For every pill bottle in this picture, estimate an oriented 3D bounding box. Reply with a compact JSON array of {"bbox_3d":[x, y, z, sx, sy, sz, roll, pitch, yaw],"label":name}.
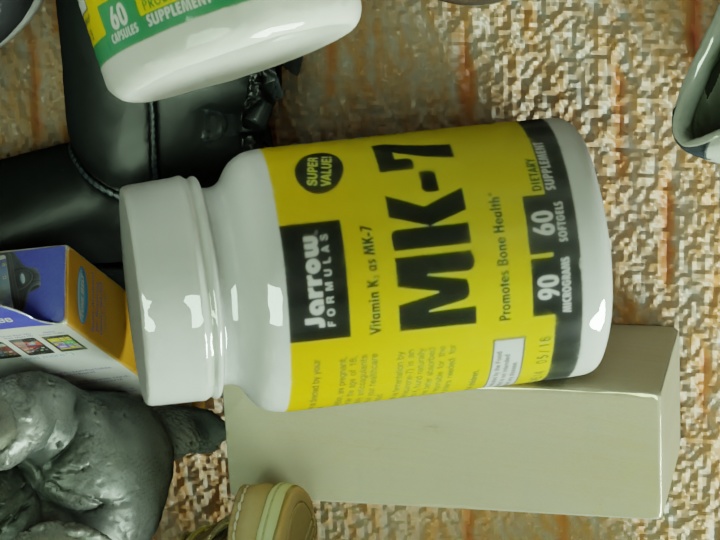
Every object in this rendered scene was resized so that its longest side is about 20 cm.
[{"bbox_3d":[-0.080,-0.180,1.156,0.112,0.113,0.201,-18,88,20],"label":"pill bottle"},{"bbox_3d":[0.000,0.000,1.209,0.199,0.114,0.115,-7,112,-9],"label":"pill bottle"}]

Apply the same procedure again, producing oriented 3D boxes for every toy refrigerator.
[{"bbox_3d":[0.043,0.067,1.282,0.199,0.076,0.070,1,112,12],"label":"toy refrigerator"}]

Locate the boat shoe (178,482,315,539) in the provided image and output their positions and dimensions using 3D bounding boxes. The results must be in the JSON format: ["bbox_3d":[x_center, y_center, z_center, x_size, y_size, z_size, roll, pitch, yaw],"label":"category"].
[{"bbox_3d":[-0.061,0.154,1.301,0.066,0.074,0.200,15,147,5],"label":"boat shoe"}]

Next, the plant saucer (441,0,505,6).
[{"bbox_3d":[0.019,-0.203,1.141,0.200,0.032,0.201,26,125,43],"label":"plant saucer"}]

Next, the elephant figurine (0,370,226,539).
[{"bbox_3d":[-0.153,0.153,1.237,0.154,0.141,0.201,-7,74,18],"label":"elephant figurine"}]

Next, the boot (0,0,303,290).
[{"bbox_3d":[-0.124,-0.070,1.268,0.197,0.073,0.163,4,115,4],"label":"boot"}]

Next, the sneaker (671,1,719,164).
[{"bbox_3d":[0.195,-0.122,1.159,0.073,0.071,0.201,45,123,38],"label":"sneaker"}]

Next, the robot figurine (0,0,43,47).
[{"bbox_3d":[-0.198,-0.137,1.141,0.124,0.200,0.151,33,103,5],"label":"robot figurine"}]

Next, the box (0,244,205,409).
[{"bbox_3d":[-0.157,0.033,1.261,0.118,0.200,0.042,-6,69,15],"label":"box"}]
